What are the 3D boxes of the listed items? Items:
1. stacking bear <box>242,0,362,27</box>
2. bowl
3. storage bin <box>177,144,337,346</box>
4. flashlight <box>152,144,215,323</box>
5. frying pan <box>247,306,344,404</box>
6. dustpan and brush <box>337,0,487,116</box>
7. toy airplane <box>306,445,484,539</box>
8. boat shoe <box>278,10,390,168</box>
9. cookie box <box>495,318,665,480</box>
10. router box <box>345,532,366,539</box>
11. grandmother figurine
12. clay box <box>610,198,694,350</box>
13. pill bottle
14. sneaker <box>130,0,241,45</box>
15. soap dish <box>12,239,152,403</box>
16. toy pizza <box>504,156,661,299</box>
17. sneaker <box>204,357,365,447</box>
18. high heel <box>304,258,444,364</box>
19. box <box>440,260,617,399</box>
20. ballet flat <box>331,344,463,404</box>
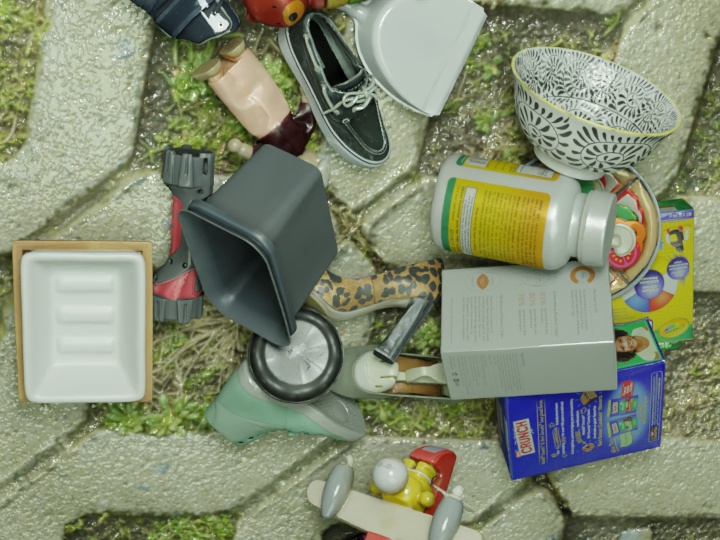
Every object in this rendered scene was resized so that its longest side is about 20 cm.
[{"bbox_3d":[-0.035,-0.324,1.466,0.199,0.114,0.122,-27,156,-10],"label":"stacking bear"},{"bbox_3d":[0.250,-0.165,1.554,0.199,0.201,0.095,11,122,-13],"label":"bowl"},{"bbox_3d":[-0.108,-0.039,1.540,0.135,0.145,0.201,-51,153,-26],"label":"storage bin"},{"bbox_3d":[-0.210,-0.043,1.594,0.067,0.068,0.202,-4,108,-24],"label":"flashlight"},{"bbox_3d":[-0.081,0.061,1.620,0.114,0.031,0.192,-7,80,-7],"label":"frying pan"},{"bbox_3d":[0.025,-0.277,1.550,0.199,0.057,0.141,25,94,-23],"label":"dustpan and brush"},{"bbox_3d":[0.038,0.294,1.687,0.198,0.200,0.142,-16,123,-1],"label":"toy airplane"},{"bbox_3d":[-0.015,-0.203,1.548,0.073,0.068,0.201,-38,110,-29],"label":"boat shoe"},{"bbox_3d":[0.269,0.161,1.709,0.198,0.076,0.172,-12,134,-3],"label":"cookie box"},{"bbox_3d":[-0.022,0.462,1.821,0.148,0.051,0.202,-20,113,-3],"label":"router box"},{"bbox_3d":[-0.097,-0.168,1.565,0.121,0.061,0.201,-37,115,-1],"label":"grandmother figurine"},{"bbox_3d":[0.353,0.018,1.710,0.114,0.048,0.202,-7,111,-4],"label":"clay box"},{"bbox_3d":[0.188,-0.063,1.580,0.198,0.113,0.114,11,112,16],"label":"pill bottle"},{"bbox_3d":[-0.158,-0.336,1.471,0.146,0.077,0.202,44,109,-9],"label":"sneaker"},{"bbox_3d":[-0.320,0.054,1.602,0.155,0.081,0.202,0,111,-9],"label":"soap dish"},{"bbox_3d":[0.258,-0.048,1.646,0.198,0.032,0.202,5,113,11],"label":"toy pizza"},{"bbox_3d":[-0.095,0.179,1.701,0.199,0.074,0.118,26,128,-31],"label":"sneaker"},{"bbox_3d":[0.000,0.000,1.659,0.199,0.071,0.143,37,73,-3],"label":"high heel"},{"bbox_3d":[0.197,0.069,1.619,0.198,0.125,0.098,-4,140,10],"label":"box"},{"bbox_3d":[0.052,0.124,1.692,0.198,0.064,0.068,6,75,-14],"label":"ballet flat"}]
